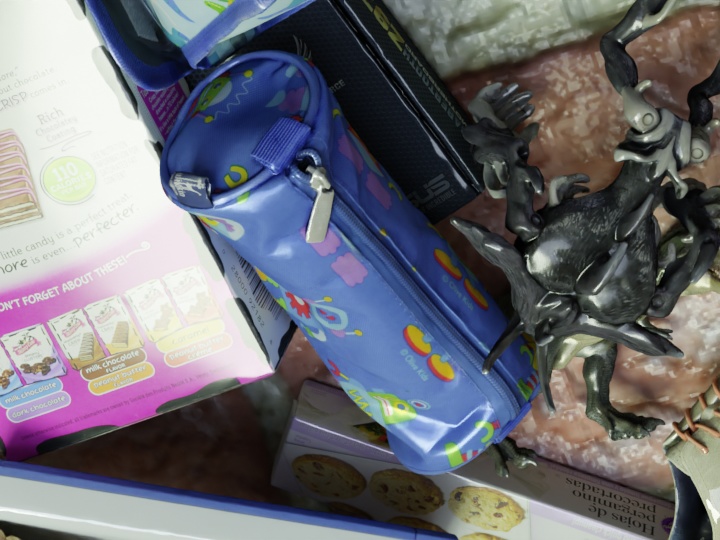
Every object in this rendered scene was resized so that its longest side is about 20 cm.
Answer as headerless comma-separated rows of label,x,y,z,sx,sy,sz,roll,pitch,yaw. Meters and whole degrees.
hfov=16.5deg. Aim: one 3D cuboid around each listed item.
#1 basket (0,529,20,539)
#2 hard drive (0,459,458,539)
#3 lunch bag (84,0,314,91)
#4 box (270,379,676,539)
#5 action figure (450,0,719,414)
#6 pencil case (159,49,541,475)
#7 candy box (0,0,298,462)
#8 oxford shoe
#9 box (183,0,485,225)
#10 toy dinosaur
basket,-0.216,0.177,1.099,0.142,0.200,0.150,26,78,-6
hard drive,-0.067,0.117,1.100,0.199,0.132,0.026,10,78,-7
lunch bag,-0.068,-0.167,0.912,0.127,0.200,0.171,-30,95,-18
box,0.059,0.105,1.135,0.199,0.039,0.042,20,117,-1
action figure,0.107,-0.043,1.016,0.118,0.102,0.201,31,93,-14
pencil case,0.000,0.000,1.004,0.078,0.087,0.200,-47,126,-10
candy box,-0.129,-0.033,1.028,0.136,0.061,0.201,-19,112,21
oxford shoe,0.172,0.067,1.065,0.073,0.071,0.201,5,103,-14
box,-0.067,-0.052,1.072,0.199,0.051,0.158,-32,106,21
toy dinosaur,0.084,0.039,1.097,0.199,0.047,0.089,-14,97,16
